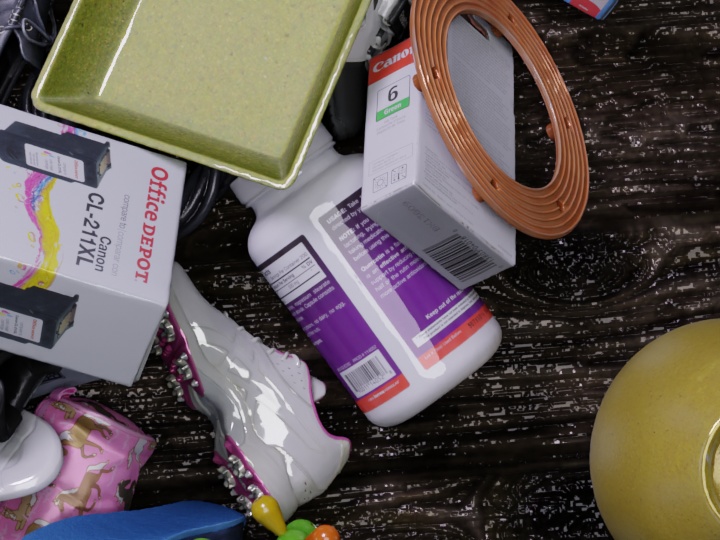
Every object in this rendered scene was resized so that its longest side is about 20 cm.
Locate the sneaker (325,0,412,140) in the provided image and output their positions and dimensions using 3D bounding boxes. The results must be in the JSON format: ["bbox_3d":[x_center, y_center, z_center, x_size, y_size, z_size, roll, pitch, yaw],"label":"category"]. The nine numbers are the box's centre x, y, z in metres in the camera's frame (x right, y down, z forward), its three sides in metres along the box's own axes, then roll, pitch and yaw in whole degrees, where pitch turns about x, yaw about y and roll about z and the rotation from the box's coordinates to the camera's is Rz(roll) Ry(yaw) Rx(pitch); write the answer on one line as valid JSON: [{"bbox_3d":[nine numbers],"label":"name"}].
[{"bbox_3d":[0.011,-0.190,1.687,0.088,0.074,0.201,2,89,-2],"label":"sneaker"}]

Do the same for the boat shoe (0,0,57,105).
[{"bbox_3d":[-0.234,-0.160,1.645,0.062,0.075,0.200,32,83,13],"label":"boat shoe"}]

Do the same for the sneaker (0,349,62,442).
[{"bbox_3d":[-0.283,0.079,1.584,0.200,0.077,0.111,-37,62,-15],"label":"sneaker"}]

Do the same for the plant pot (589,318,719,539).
[{"bbox_3d":[0.267,0.133,1.666,0.199,0.142,0.201,0,89,-4],"label":"plant pot"}]

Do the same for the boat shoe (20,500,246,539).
[{"bbox_3d":[-0.145,0.201,1.619,0.200,0.084,0.069,-1,104,-46],"label":"boat shoe"}]

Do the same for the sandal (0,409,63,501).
[{"bbox_3d":[-0.284,0.132,1.649,0.202,0.050,0.083,0,48,24],"label":"sandal"}]

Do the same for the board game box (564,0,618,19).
[{"bbox_3d":[0.127,-0.307,1.681,0.200,0.056,0.196,28,70,-4],"label":"board game box"}]

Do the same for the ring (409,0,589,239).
[{"bbox_3d":[0.092,-0.113,1.649,0.019,0.200,0.201,-26,91,31],"label":"ring"}]

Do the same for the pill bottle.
[{"bbox_3d":[0.000,0.000,1.664,0.112,0.112,0.200,-36,91,-4],"label":"pill bottle"}]

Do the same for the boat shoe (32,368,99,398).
[{"bbox_3d":[-0.247,0.052,1.673,0.199,0.074,0.066,-11,63,-1],"label":"boat shoe"}]

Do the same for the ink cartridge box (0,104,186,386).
[{"bbox_3d":[-0.220,-0.027,1.566,0.199,0.146,0.083,16,131,-12],"label":"ink cartridge box"}]

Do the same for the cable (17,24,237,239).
[{"bbox_3d":[-0.157,-0.103,1.685,0.163,0.051,0.200,41,87,-2],"label":"cable"}]

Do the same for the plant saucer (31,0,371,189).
[{"bbox_3d":[-0.092,-0.163,1.632,0.200,0.048,0.200,19,78,18],"label":"plant saucer"}]

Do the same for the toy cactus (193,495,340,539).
[{"bbox_3d":[-0.041,0.248,1.625,0.102,0.200,0.165,-4,65,37],"label":"toy cactus"}]

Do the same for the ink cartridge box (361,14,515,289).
[{"bbox_3d":[0.055,-0.099,1.650,0.050,0.200,0.109,-26,134,31],"label":"ink cartridge box"}]

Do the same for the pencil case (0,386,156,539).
[{"bbox_3d":[-0.215,0.181,1.661,0.083,0.086,0.200,24,86,30],"label":"pencil case"}]

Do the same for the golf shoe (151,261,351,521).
[{"bbox_3d":[-0.081,0.074,1.685,0.091,0.075,0.200,-30,93,-20],"label":"golf shoe"}]
